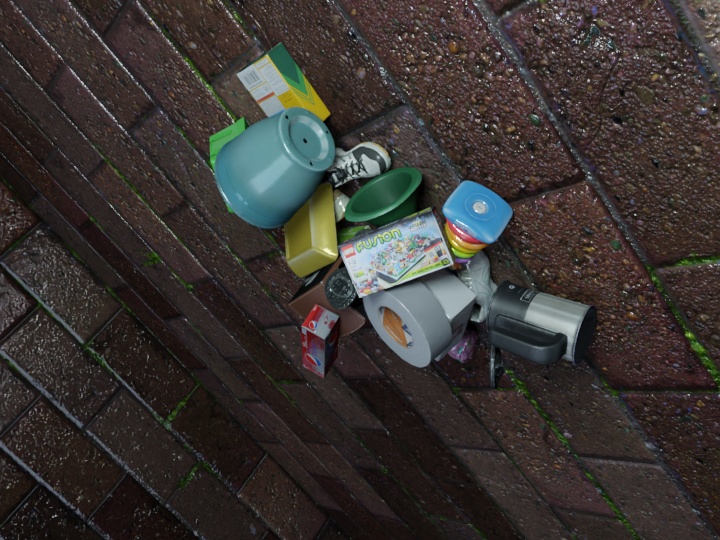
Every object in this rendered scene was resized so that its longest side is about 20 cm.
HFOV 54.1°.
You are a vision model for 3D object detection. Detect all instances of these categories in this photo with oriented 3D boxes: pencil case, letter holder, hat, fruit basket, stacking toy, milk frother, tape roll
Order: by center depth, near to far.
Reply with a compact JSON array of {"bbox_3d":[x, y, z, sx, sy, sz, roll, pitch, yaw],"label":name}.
[{"bbox_3d":[0.196,-0.060,1.349,0.115,0.110,0.201,34,147,9],"label":"stacking toy"},{"bbox_3d":[0.082,-0.089,1.396,0.164,0.201,0.178,-6,125,38],"label":"hat"},{"bbox_3d":[0.345,0.150,1.397,0.186,0.181,0.202,18,141,34],"label":"milk frother"},{"bbox_3d":[0.092,0.096,1.427,0.200,0.066,0.202,42,154,26],"label":"tape roll"},{"bbox_3d":[-0.051,0.063,1.587,0.142,0.101,0.200,43,150,-9],"label":"letter holder"},{"bbox_3d":[-0.228,-0.233,1.617,0.212,0.157,0.218,-7,138,-6],"label":"fruit basket"},{"bbox_3d":[0.178,0.147,1.682,0.198,0.088,0.088,23,146,25],"label":"pencil case"}]

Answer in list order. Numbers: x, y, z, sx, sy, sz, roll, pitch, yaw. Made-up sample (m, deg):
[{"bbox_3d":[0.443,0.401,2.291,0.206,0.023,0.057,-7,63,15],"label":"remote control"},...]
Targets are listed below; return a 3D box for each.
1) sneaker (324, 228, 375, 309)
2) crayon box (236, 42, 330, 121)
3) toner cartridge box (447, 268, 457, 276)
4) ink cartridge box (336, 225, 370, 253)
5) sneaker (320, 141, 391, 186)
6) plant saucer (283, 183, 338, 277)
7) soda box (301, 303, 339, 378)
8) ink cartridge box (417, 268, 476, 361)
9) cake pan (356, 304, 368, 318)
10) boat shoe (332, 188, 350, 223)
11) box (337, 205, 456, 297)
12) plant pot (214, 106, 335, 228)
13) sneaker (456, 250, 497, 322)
[{"bbox_3d":[0.000,0.000,1.427,0.076,0.090,0.201,46,121,18],"label":"sneaker"},{"bbox_3d":[-0.147,-0.343,1.425,0.125,0.052,0.201,-7,126,52],"label":"crayon box"},{"bbox_3d":[0.166,0.008,1.529,0.094,0.043,0.201,-1,137,42],"label":"toner cartridge box"},{"bbox_3d":[0.037,-0.025,1.621,0.198,0.076,0.149,-3,129,48],"label":"ink cartridge box"},{"bbox_3d":[-0.024,-0.204,1.438,0.198,0.088,0.076,0,131,46],"label":"sneaker"},{"bbox_3d":[-0.123,-0.102,1.579,0.048,0.204,0.199,2,167,-30],"label":"plant saucer"},{"bbox_3d":[-0.091,0.162,1.598,0.063,0.070,0.201,26,149,13],"label":"soda box"},{"bbox_3d":[0.151,0.079,1.483,0.144,0.084,0.201,43,155,21],"label":"ink cartridge box"},{"bbox_3d":[0.011,0.042,1.624,0.198,0.037,0.202,28,148,19],"label":"cake pan"},{"bbox_3d":[-0.077,-0.132,1.619,0.067,0.074,0.199,54,145,-5],"label":"boat shoe"},{"bbox_3d":[0.067,-0.033,1.319,0.197,0.035,0.111,-21,101,22],"label":"box"},{"bbox_3d":[-0.152,-0.212,1.379,0.200,0.201,0.187,47,135,-14],"label":"plant pot"},{"bbox_3d":[0.233,0.022,1.459,0.070,0.080,0.202,4,134,47],"label":"sneaker"}]
